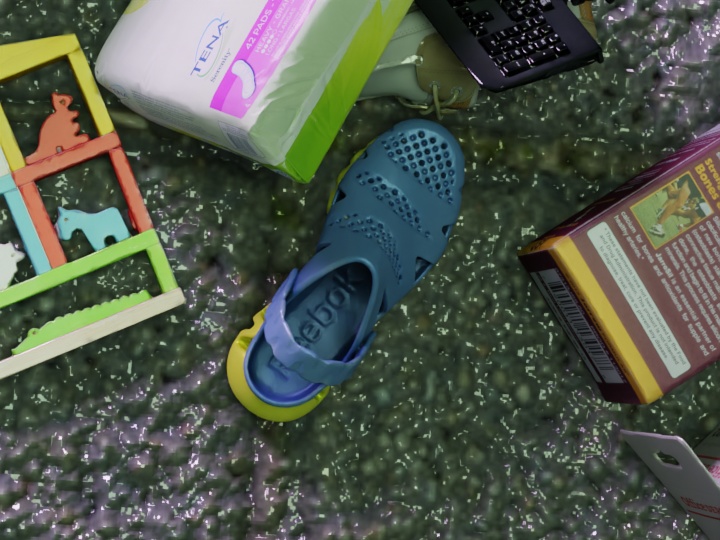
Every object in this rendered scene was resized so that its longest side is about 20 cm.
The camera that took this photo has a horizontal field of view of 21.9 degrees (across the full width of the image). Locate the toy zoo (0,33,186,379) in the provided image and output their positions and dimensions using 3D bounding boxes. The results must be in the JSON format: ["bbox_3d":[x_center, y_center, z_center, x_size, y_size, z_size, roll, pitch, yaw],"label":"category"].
[{"bbox_3d":[-0.198,-0.049,1.072,0.131,0.020,0.200,-22,92,-10],"label":"toy zoo"}]

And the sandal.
[{"bbox_3d":[0.000,0.000,1.074,0.079,0.087,0.200,31,81,-6],"label":"sandal"}]

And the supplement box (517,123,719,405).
[{"bbox_3d":[0.211,-0.018,1.112,0.200,0.086,0.110,-32,93,-10],"label":"supplement box"}]

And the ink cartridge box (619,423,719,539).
[{"bbox_3d":[0.254,0.149,1.098,0.068,0.115,0.200,-42,95,-9],"label":"ink cartridge box"}]

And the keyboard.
[{"bbox_3d":[0.069,-0.188,1.063,0.104,0.040,0.200,-20,55,-20],"label":"keyboard"}]

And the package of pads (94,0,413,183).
[{"bbox_3d":[-0.046,-0.162,1.040,0.068,0.154,0.200,38,79,-45],"label":"package of pads"}]

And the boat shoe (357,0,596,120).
[{"bbox_3d":[0.048,-0.126,1.093,0.200,0.075,0.068,-23,86,-11],"label":"boat shoe"}]
